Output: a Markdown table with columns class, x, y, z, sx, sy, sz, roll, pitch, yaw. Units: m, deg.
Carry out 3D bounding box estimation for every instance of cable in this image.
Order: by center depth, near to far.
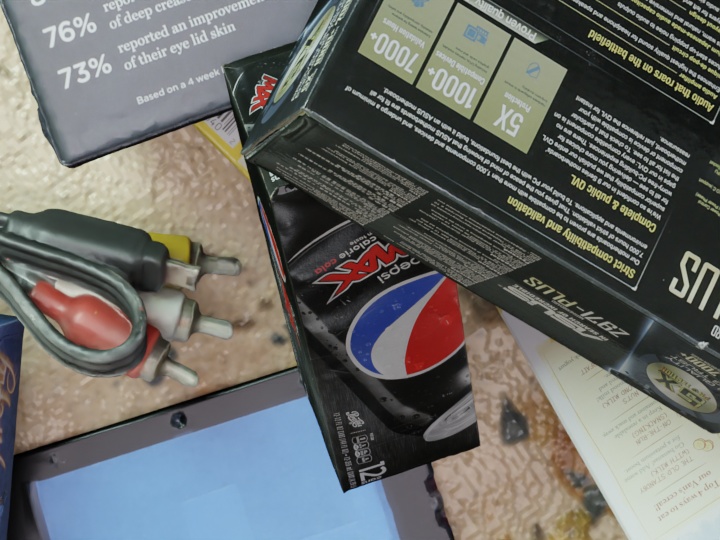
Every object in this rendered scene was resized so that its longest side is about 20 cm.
| class | x | y | z | sx | sy | sz | roll | pitch | yaw |
| --- | --- | --- | --- | --- | --- | --- | --- | --- | --- |
| cable | -0.150 | -0.001 | 0.923 | 0.198 | 0.098 | 0.051 | 15 | 133 | 4 |

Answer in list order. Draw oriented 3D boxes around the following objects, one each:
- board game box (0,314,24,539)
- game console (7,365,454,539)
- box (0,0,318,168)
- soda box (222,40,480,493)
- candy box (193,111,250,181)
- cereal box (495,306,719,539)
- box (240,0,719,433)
| class | x | y | z | sx | sy | sz | roll | pitch | yaw |
| --- | --- | --- | --- | --- | --- | --- | --- | --- | --- |
| board game box | -0.215 | 0.110 | 0.941 | 0.134 | 0.035 | 0.202 | 9 | 99 | 19 |
| game console | -0.054 | 0.150 | 0.930 | 0.198 | 0.173 | 0.119 | -18 | 125 | 3 |
| box | -0.077 | -0.158 | 0.860 | 0.147 | 0.104 | 0.202 | -19 | 96 | 0 |
| soda box | 0.000 | 0.000 | 0.860 | 0.063 | 0.201 | 0.071 | -19 | 53 | -5 |
| candy box | -0.078 | -0.138 | 0.929 | 0.200 | 0.026 | 0.102 | 44 | 93 | -6 |
| cereal box | 0.148 | 0.037 | 0.886 | 0.143 | 0.040 | 0.201 | -31 | 55 | 5 |
| box | 0.089 | -0.065 | 0.742 | 0.199 | 0.086 | 0.165 | 29 | 76 | -11 |
